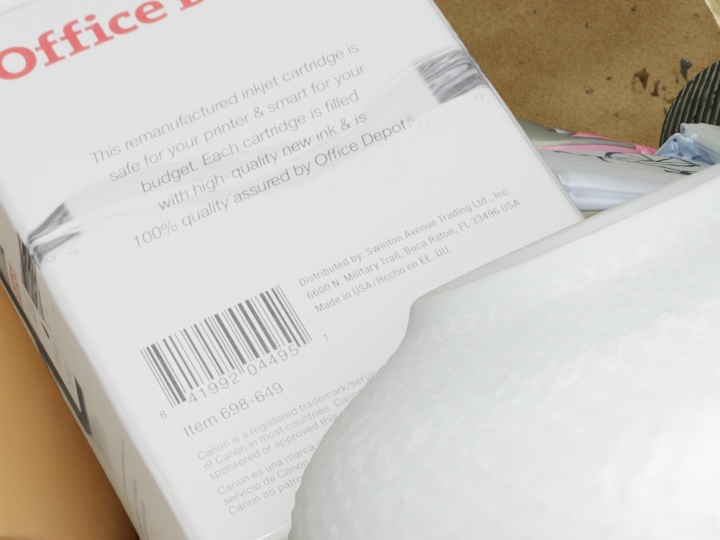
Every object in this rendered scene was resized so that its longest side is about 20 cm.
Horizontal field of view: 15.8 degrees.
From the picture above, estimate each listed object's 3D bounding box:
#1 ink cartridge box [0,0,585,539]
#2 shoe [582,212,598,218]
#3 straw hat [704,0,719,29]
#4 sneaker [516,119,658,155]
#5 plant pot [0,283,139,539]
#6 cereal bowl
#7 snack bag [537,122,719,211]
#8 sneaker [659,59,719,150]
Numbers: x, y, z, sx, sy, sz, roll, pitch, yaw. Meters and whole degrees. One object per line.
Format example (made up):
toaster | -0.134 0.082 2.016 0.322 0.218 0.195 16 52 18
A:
ink cartridge box | -0.025 -0.005 0.757 0.145 0.200 0.085 -24 -27 -15
shoe | 0.111 -0.010 1.010 0.070 0.054 0.200 -11 -3 40
straw hat | 0.174 -0.033 0.730 0.201 0.201 0.085 -25 -34 -41
sneaker | 0.121 -0.006 1.117 0.079 0.096 0.200 10 1 42
plant pot | -0.154 0.059 0.884 0.200 0.140 0.200 -11 -30 -6
cereal bowl | 0.071 0.026 0.592 0.200 0.083 0.200 -23 1 0
snack bag | 0.135 -0.033 0.865 0.200 0.021 0.189 3 7 -10
sneaker | 0.229 -0.058 1.187 0.200 0.074 0.088 -2 -26 46
